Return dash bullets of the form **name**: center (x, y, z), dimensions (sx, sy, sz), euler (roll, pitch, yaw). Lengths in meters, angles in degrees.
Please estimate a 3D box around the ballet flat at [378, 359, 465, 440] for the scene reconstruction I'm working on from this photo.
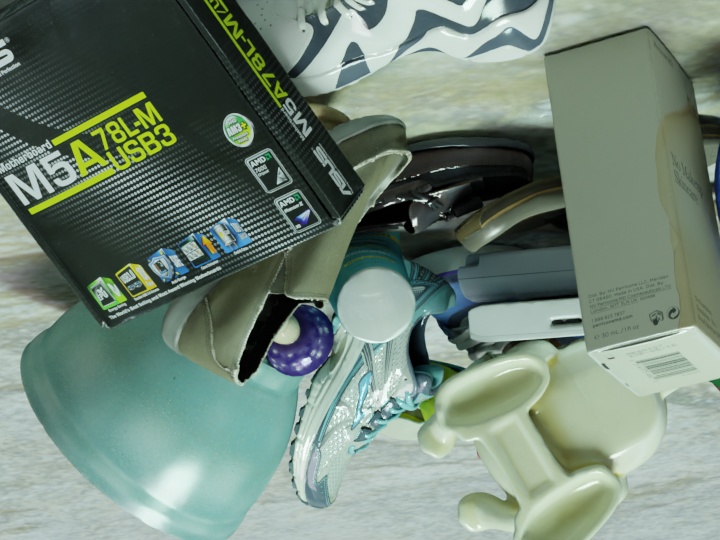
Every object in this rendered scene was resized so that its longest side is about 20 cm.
- **ballet flat**: center (0.021, 0.091, 1.950), dimensions (0.200, 0.067, 0.067), euler (16, 147, 56)

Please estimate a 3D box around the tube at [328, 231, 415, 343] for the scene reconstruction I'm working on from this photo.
- **tube**: center (0.000, 0.000, 1.751), dimensions (0.077, 0.051, 0.200), euler (1, -167, -7)

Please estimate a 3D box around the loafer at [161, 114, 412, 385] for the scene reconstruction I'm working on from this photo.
- **loafer**: center (-0.033, -0.009, 1.586), dimensions (0.200, 0.070, 0.075), euler (-49, 157, 12)

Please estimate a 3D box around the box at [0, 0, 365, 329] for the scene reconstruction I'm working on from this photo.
- **box**: center (-0.127, -0.080, 1.478), dimensions (0.200, 0.048, 0.193), euler (-23, 112, 37)

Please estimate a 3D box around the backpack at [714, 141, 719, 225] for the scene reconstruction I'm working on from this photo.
- **backpack**: center (0.325, -0.048, 1.651), dimensions (0.200, 0.163, 0.168), euler (-17, -178, 5)

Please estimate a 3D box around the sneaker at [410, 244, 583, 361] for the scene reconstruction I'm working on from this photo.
- **sneaker**: center (0.120, 0.068, 1.916), dimensions (0.200, 0.147, 0.081), euler (11, 152, -37)

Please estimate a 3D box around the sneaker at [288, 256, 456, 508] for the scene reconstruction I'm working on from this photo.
- **sneaker**: center (0.009, 0.085, 1.863), dimensions (0.086, 0.200, 0.078), euler (20, -164, 8)

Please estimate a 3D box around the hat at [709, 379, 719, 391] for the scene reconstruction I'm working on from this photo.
- **hat**: center (0.322, 0.108, 2.026), dimensions (0.200, 0.176, 0.166), euler (12, 151, -38)

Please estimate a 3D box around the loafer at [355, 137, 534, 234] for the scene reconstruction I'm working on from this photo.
- **loafer**: center (0.019, -0.043, 1.729), dimensions (0.200, 0.063, 0.072), euler (-6, 157, 0)

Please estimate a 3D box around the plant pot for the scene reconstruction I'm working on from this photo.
- **plant pot**: center (-0.121, 0.075, 1.848), dimensions (0.134, 0.200, 0.200), euler (-46, 143, 18)

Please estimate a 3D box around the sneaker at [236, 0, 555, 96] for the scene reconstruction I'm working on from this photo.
- **sneaker**: center (-0.001, -0.164, 1.423), dimensions (0.199, 0.080, 0.130), euler (-1, 148, 17)

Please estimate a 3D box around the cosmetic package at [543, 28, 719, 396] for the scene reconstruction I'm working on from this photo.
- **cosmetic package**: center (0.174, -0.034, 1.613), dimensions (0.073, 0.200, 0.104), euler (-14, 158, 20)

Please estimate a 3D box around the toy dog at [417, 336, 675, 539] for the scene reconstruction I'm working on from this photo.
- **toy dog**: center (0.130, 0.096, 1.795), dimensions (0.194, 0.140, 0.200), euler (-41, -179, -4)

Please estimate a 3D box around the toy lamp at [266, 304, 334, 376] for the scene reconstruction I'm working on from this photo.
- **toy lamp**: center (-0.077, 0.014, 1.694), dimensions (0.058, 0.058, 0.200), euler (-14, 157, 18)

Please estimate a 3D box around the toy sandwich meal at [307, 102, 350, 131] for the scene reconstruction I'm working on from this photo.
- **toy sandwich meal**: center (-0.101, -0.083, 1.607), dimensions (0.205, 0.070, 0.205), euler (-15, 165, -4)

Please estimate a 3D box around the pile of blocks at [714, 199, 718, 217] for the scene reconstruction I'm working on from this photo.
- **pile of blocks**: center (0.298, -0.039, 1.844), dimensions (0.062, 0.082, 0.200), euler (-50, 167, -6)

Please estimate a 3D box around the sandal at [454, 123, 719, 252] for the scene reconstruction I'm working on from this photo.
- **sandal**: center (0.159, -0.044, 1.729), dimensions (0.200, 0.055, 0.082), euler (-21, 170, -22)

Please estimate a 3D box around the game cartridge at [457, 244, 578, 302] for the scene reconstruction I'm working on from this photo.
- **game cartridge**: center (0.168, -0.003, 1.803), dimensions (0.133, 0.041, 0.200), euler (-9, 178, 28)

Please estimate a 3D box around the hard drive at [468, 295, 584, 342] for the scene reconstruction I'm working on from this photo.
- **hard drive**: center (0.163, 0.028, 1.778), dimensions (0.132, 0.027, 0.200), euler (-5, -179, 18)
